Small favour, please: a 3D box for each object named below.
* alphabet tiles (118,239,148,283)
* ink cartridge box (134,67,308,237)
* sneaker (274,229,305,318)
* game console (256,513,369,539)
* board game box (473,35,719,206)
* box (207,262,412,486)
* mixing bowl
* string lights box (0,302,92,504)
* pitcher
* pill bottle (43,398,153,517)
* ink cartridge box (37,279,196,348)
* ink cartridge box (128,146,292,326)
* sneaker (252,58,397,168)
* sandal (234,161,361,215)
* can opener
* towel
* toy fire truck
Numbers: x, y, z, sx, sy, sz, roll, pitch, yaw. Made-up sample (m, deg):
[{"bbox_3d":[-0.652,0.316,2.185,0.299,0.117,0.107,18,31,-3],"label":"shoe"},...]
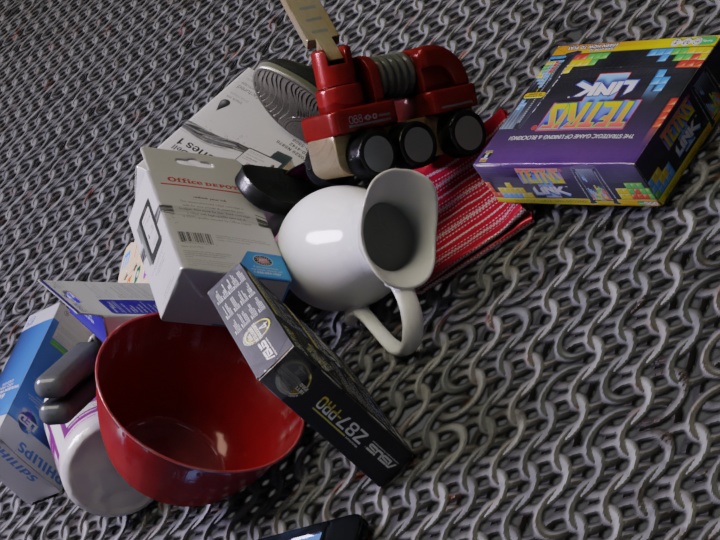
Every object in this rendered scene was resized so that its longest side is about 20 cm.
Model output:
[{"bbox_3d":[-0.247,-0.007,2.028,0.200,0.015,0.196,144,140,-62],"label":"alphabet tiles"},{"bbox_3d":[-0.128,-0.107,1.915,0.146,0.084,0.200,31,54,18],"label":"ink cartridge box"},{"bbox_3d":[-0.088,-0.001,1.845,0.082,0.070,0.200,-13,38,42],"label":"sneaker"},{"bbox_3d":[-0.116,0.261,1.461,0.200,0.119,0.172,-20,35,37],"label":"game console"},{"bbox_3d":[0.224,-0.136,1.609,0.200,0.057,0.165,3,48,49],"label":"board game box"},{"bbox_3d":[-0.047,0.089,1.564,0.049,0.161,0.200,-43,28,2],"label":"box"},{"bbox_3d":[-0.163,0.145,1.646,0.200,0.200,0.108,-82,15,-50],"label":"mixing bowl"},{"bbox_3d":[-0.348,0.145,1.953,0.059,0.103,0.200,-22,34,35],"label":"string lights box"},{"bbox_3d":[0.000,0.000,1.687,0.200,0.121,0.172,-12,81,62],"label":"pitcher"},{"bbox_3d":[-0.264,0.160,1.809,0.112,0.112,0.200,-43,27,2],"label":"pill bottle"},{"bbox_3d":[-0.209,0.043,1.731,0.099,0.200,0.039,34,115,52],"label":"ink cartridge box"},{"bbox_3d":[-0.154,-0.033,1.732,0.068,0.116,0.200,-65,31,32],"label":"ink cartridge box"},{"bbox_3d":[-0.013,-0.183,1.898,0.106,0.200,0.075,-60,1,-41],"label":"sneaker"},{"bbox_3d":[-0.045,-0.086,1.809,0.075,0.200,0.048,47,114,25],"label":"sandal"},{"bbox_3d":[-0.253,0.093,1.704,0.066,0.053,0.200,-4,13,17],"label":"can opener"},{"bbox_3d":[0.101,-0.071,1.743,0.145,0.022,0.200,-34,29,20],"label":"towel"},{"bbox_3d":[0.009,-0.193,1.749,0.176,0.200,0.129,-15,5,-34],"label":"toy fire truck"}]
